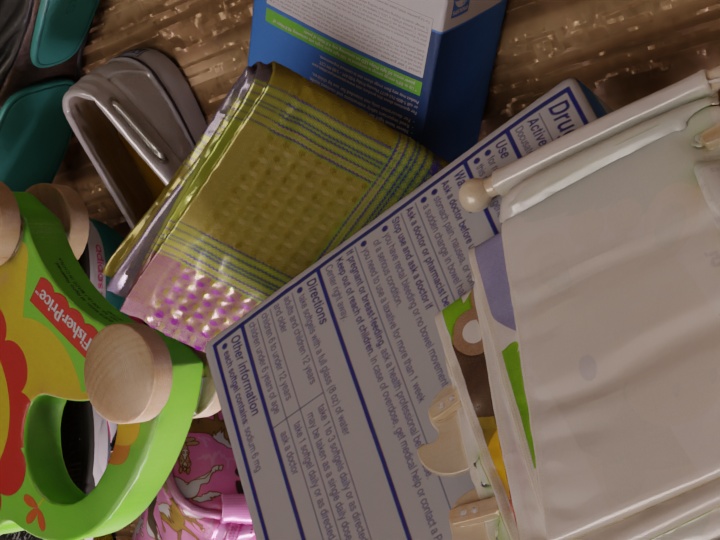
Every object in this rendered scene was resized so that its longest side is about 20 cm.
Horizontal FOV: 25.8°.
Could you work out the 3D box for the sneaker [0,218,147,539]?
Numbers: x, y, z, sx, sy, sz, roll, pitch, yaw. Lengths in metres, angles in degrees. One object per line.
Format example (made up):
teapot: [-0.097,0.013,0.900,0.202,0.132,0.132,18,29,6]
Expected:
sneaker: [-0.144,0.074,0.889,0.083,0.120,0.203,1,84,31]

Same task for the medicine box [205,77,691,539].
medicine box: [0.058,0.063,0.612,0.199,0.103,0.183,-35,47,16]

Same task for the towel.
towel: [0.000,0.000,0.705,0.198,0.023,0.144,26,121,-19]

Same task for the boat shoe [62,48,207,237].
boat shoe: [-0.094,-0.018,0.834,0.071,0.070,0.202,-18,101,44]

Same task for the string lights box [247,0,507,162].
string lights box: [0.000,-0.071,0.731,0.102,0.059,0.202,29,130,24]

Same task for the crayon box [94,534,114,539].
crayon box: [-0.193,0.284,1.053,0.050,0.127,0.202,-6,110,42]

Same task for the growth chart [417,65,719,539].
growth chart: [0.081,0.027,0.530,0.144,0.202,0.018,-20,143,28]

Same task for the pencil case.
pencil case: [-0.094,0.164,0.881,0.086,0.082,0.201,43,134,23]

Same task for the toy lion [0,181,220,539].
toy lion: [-0.179,0.065,0.810,0.200,0.068,0.193,40,112,28]

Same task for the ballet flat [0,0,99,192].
ballet flat: [-0.185,-0.119,0.863,0.068,0.068,0.201,43,125,26]
